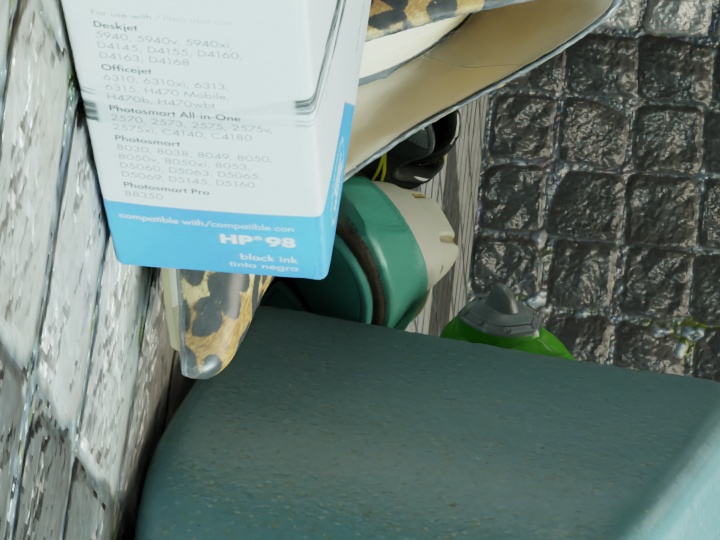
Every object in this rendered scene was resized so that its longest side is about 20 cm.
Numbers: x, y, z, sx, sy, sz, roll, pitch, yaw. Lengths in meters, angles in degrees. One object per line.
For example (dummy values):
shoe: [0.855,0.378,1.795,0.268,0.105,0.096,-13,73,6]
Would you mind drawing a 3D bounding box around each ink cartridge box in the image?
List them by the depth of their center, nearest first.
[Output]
ink cartridge box: [-0.036,-0.095,0.798,0.200,0.067,0.116,87,10,-62]

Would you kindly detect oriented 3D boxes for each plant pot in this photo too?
plant pot: [0.012,0.144,0.984,0.200,0.196,0.196,-40,136,-67]

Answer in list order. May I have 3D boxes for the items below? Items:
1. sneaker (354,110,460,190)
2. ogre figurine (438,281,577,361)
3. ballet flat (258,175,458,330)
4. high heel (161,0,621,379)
sneaker: [-0.002,-0.053,1.165,0.200,0.084,0.075,5,91,-85]
ogre figurine: [0.040,0.085,1.115,0.120,0.098,0.200,60,-32,8]
ballet flat: [0.000,0.000,1.133,0.067,0.070,0.200,55,-18,10]
high heel: [0.011,-0.045,0.962,0.071,0.142,0.200,89,8,-54]
